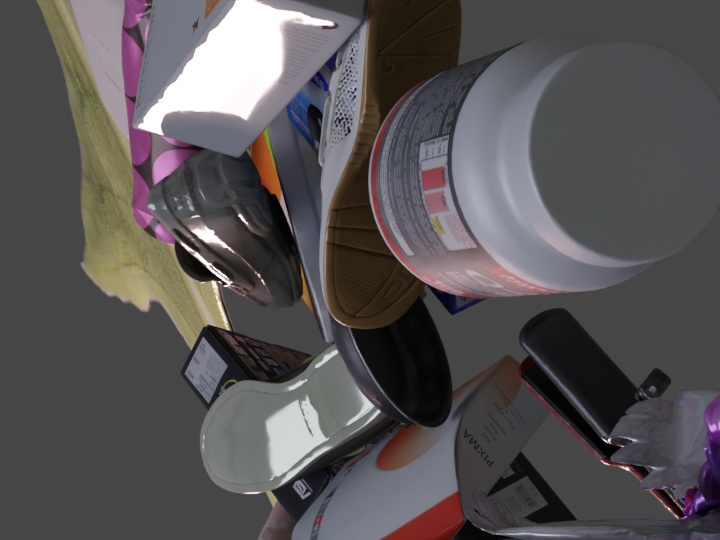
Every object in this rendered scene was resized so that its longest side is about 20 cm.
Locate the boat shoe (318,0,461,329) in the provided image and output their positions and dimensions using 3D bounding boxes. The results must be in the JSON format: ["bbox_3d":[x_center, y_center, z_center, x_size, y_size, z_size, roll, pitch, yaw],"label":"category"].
[{"bbox_3d":[0.012,-0.070,1.256,0.069,0.071,0.201,-141,58,-65],"label":"boat shoe"}]

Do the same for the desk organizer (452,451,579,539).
[{"bbox_3d":[0.116,0.203,1.433,0.200,0.072,0.077,51,162,39],"label":"desk organizer"}]

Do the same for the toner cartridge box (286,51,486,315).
[{"bbox_3d":[0.017,-0.074,1.360,0.200,0.043,0.095,51,158,39],"label":"toner cartridge box"}]

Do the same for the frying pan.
[{"bbox_3d":[-0.004,0.007,1.315,0.190,0.031,0.115,58,-156,-10],"label":"frying pan"}]

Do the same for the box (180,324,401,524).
[{"bbox_3d":[-0.014,0.119,1.585,0.200,0.161,0.049,45,113,48],"label":"box"}]

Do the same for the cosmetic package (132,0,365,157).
[{"bbox_3d":[-0.061,-0.151,1.288,0.200,0.071,0.102,138,142,-61],"label":"cosmetic package"}]

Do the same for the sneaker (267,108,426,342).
[{"bbox_3d":[-0.006,-0.042,1.448,0.073,0.084,0.200,75,178,-50],"label":"sneaker"}]

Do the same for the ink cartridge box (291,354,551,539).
[{"bbox_3d":[0.008,0.144,1.347,0.162,0.200,0.050,-37,92,38],"label":"ink cartridge box"}]

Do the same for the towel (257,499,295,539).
[{"bbox_3d":[-0.009,0.258,1.606,0.191,0.200,0.032,39,146,-17],"label":"towel"}]

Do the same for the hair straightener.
[{"bbox_3d":[0.148,0.090,1.203,0.200,0.041,0.077,53,161,34],"label":"hair straightener"}]

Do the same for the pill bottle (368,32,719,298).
[{"bbox_3d":[0.084,-0.046,1.055,0.116,0.116,0.200,65,165,-5],"label":"pill bottle"}]

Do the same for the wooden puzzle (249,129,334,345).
[{"bbox_3d":[-0.034,-0.032,1.601,0.185,0.037,0.200,56,163,25],"label":"wooden puzzle"}]

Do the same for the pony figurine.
[{"bbox_3d":[0.172,0.122,1.035,0.193,0.166,0.201,-10,104,40],"label":"pony figurine"}]

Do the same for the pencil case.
[{"bbox_3d":[-0.119,-0.121,1.592,0.091,0.094,0.201,26,128,34],"label":"pencil case"}]

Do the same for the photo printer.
[{"bbox_3d":[-0.158,-0.163,1.728,0.166,0.069,0.201,46,157,47],"label":"photo printer"}]

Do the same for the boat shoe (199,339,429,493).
[{"bbox_3d":[-0.026,0.089,1.443,0.201,0.060,0.072,-29,75,46],"label":"boat shoe"}]

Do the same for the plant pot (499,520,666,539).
[{"bbox_3d":[0.062,0.262,1.208,0.197,0.199,0.196,86,-175,-53],"label":"plant pot"}]

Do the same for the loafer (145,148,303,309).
[{"bbox_3d":[-0.083,-0.022,1.454,0.200,0.070,0.070,61,-169,-65],"label":"loafer"}]
